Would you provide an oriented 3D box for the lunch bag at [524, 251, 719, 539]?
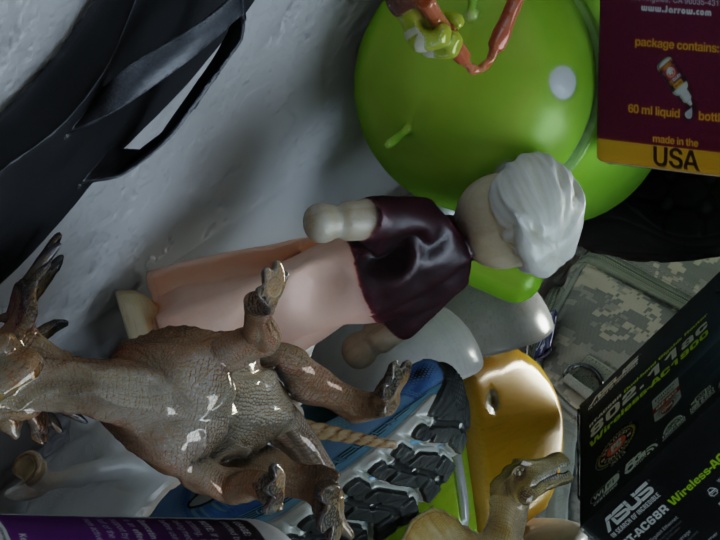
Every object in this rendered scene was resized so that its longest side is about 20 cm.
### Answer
[{"bbox_3d":[0.163,0.085,1.519,0.168,0.139,0.201,-44,152,-32],"label":"lunch bag"}]

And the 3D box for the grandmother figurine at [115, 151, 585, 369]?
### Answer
[{"bbox_3d":[0.000,0.000,1.068,0.199,0.061,0.121,-19,160,0],"label":"grandmother figurine"}]

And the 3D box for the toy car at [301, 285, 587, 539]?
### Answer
[{"bbox_3d":[0.015,0.096,1.234,0.200,0.149,0.176,-22,105,-60],"label":"toy car"}]

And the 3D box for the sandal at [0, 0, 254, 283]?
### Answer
[{"bbox_3d":[-0.087,-0.064,0.950,0.200,0.043,0.076,-52,156,-15],"label":"sandal"}]

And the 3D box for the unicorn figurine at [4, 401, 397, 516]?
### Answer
[{"bbox_3d":[-0.108,0.092,1.041,0.200,0.074,0.137,-39,154,24],"label":"unicorn figurine"}]

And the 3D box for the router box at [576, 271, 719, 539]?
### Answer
[{"bbox_3d":[0.191,0.047,1.200,0.200,0.062,0.150,-45,-170,16],"label":"router box"}]

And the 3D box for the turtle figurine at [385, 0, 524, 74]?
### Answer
[{"bbox_3d":[-0.003,-0.172,0.951,0.161,0.064,0.201,-10,99,-52],"label":"turtle figurine"}]

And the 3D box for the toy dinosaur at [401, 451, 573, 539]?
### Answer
[{"bbox_3d":[0.043,0.157,1.107,0.058,0.101,0.200,-23,-167,37],"label":"toy dinosaur"}]

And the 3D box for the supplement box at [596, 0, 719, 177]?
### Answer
[{"bbox_3d":[0.165,-0.147,1.088,0.110,0.085,0.201,-14,108,-51],"label":"supplement box"}]

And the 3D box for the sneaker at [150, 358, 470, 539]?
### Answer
[{"bbox_3d":[-0.046,0.089,1.107,0.199,0.090,0.078,-31,156,8],"label":"sneaker"}]

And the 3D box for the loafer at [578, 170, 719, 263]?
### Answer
[{"bbox_3d":[0.154,-0.038,1.257,0.070,0.200,0.068,18,79,-39],"label":"loafer"}]

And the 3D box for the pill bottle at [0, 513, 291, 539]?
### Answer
[{"bbox_3d":[-0.090,0.149,0.956,0.199,0.113,0.113,4,122,-24],"label":"pill bottle"}]

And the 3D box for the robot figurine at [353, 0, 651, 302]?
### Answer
[{"bbox_3d":[0.070,-0.081,1.155,0.176,0.115,0.200,-64,156,9],"label":"robot figurine"}]

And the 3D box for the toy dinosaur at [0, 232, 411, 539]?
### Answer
[{"bbox_3d":[-0.069,0.045,0.956,0.200,0.135,0.086,32,70,-57],"label":"toy dinosaur"}]
